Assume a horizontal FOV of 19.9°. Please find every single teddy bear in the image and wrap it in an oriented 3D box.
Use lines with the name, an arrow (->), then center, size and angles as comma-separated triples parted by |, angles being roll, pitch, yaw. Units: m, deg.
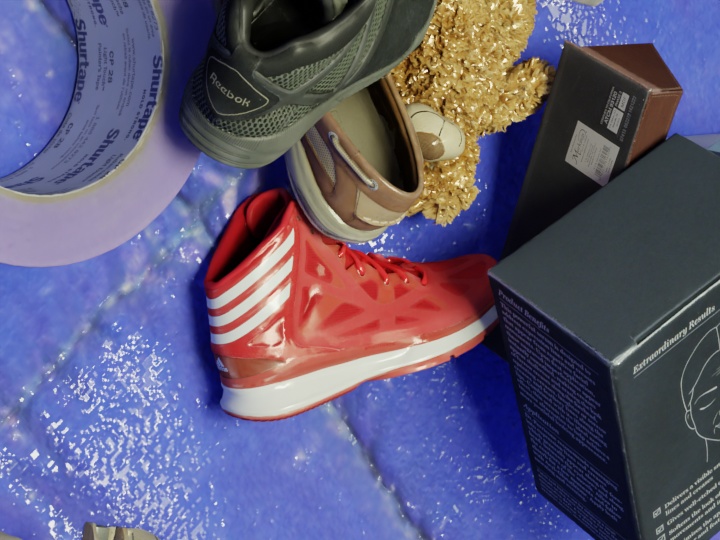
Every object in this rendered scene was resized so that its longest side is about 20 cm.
teddy bear -> 0.055, -0.128, 1.189 | 0.200, 0.067, 0.145 | -53, 121, -22

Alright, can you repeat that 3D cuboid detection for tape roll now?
tape roll -> -0.173, -0.104, 0.999 | 0.200, 0.085, 0.201 | -6, 100, -39

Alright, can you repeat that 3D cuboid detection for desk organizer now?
desk organizer -> 0.144, -0.033, 1.227 | 0.077, 0.072, 0.201 | -8, 123, -41

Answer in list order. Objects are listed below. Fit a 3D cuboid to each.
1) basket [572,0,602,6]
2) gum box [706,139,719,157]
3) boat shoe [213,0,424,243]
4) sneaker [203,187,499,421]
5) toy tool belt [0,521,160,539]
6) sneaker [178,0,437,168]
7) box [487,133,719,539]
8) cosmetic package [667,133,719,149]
basket -> 0.119, -0.249, 1.111 | 0.123, 0.200, 0.136 | 10, 69, -19
gum box -> 0.292, 0.025, 1.228 | 0.045, 0.170, 0.200 | -34, 121, -28
boat shoe -> -0.018, -0.116, 1.106 | 0.076, 0.072, 0.200 | -28, 93, -38
sneaker -> 0.000, 0.000, 1.156 | 0.200, 0.078, 0.116 | -25, 112, -35
toy tool belt -> -0.148, 0.185, 1.030 | 0.200, 0.123, 0.125 | 12, 88, -39
sneaker -> -0.007, -0.142, 1.013 | 0.076, 0.114, 0.199 | 39, 51, 8
box -> 0.174, 0.052, 1.176 | 0.148, 0.107, 0.200 | -35, 137, -19
cosmetic package -> 0.250, -0.034, 1.346 | 0.200, 0.085, 0.108 | -9, 105, -39
